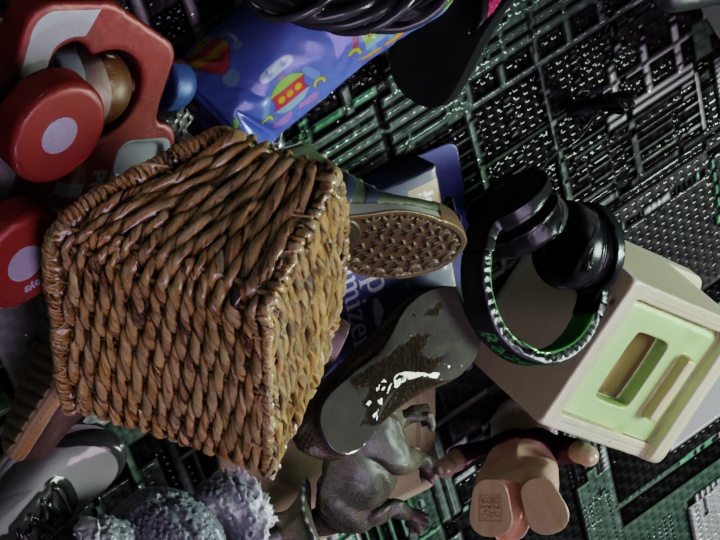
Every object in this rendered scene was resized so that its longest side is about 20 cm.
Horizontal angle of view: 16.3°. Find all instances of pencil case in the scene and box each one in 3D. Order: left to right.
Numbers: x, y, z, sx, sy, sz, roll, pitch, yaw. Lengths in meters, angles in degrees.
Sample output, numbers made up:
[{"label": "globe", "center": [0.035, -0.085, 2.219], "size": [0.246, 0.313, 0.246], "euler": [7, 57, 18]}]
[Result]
[{"label": "pencil case", "center": [-0.026, -0.149, 1.574], "size": [0.200, 0.078, 0.087], "euler": [-40, 117, -8]}]

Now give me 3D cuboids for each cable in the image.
[{"label": "cable", "center": [0.004, -0.223, 1.515], "size": [0.163, 0.051, 0.200], "euler": [39, 78, -19]}]

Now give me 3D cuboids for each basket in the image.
[{"label": "basket", "center": [-0.094, 0.004, 1.502], "size": [0.200, 0.149, 0.143], "euler": [91, 20, -54]}]

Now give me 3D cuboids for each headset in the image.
[{"label": "headset", "center": [0.141, -0.031, 1.764], "size": [0.123, 0.094, 0.200], "euler": [28, 68, -35]}]

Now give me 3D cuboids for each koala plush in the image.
[{"label": "koala plush", "center": [-0.136, 0.232, 1.709], "size": [0.177, 0.184, 0.200], "euler": [-11, 122, -35]}]

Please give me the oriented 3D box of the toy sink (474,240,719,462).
[{"label": "toy sink", "center": [0.201, 0.059, 1.902], "size": [0.200, 0.112, 0.131], "euler": [22, 106, -47]}]

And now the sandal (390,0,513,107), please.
[{"label": "sandal", "center": [0.070, -0.193, 1.622], "size": [0.045, 0.075, 0.200], "euler": [-10, 131, -54]}]

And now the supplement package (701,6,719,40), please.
[{"label": "supplement package", "center": [0.343, -0.174, 1.774], "size": [0.111, 0.200, 0.156], "euler": [-46, 138, -3]}]

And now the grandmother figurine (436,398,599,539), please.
[{"label": "grandmother figurine", "center": [0.116, 0.144, 1.870], "size": [0.121, 0.200, 0.061], "euler": [5, 105, 7]}]

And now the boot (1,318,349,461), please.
[{"label": "boot", "center": [-0.119, 0.073, 1.633], "size": [0.166, 0.072, 0.200], "euler": [35, 92, -23]}]

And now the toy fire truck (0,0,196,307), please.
[{"label": "toy fire truck", "center": [-0.178, -0.075, 1.484], "size": [0.168, 0.112, 0.200], "euler": [-8, 126, -46]}]

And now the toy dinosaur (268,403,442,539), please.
[{"label": "toy dinosaur", "center": [0.007, 0.134, 1.774], "size": [0.102, 0.077, 0.200], "euler": [16, 109, -50]}]

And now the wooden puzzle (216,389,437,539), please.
[{"label": "wooden puzzle", "center": [-0.027, 0.102, 1.806], "size": [0.185, 0.037, 0.200], "euler": [-23, 129, -25]}]

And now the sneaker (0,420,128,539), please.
[{"label": "sneaker", "center": [-0.233, 0.175, 1.652], "size": [0.200, 0.079, 0.074], "euler": [-35, 136, -16]}]

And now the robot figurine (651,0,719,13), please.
[{"label": "robot figurine", "center": [0.212, -0.263, 1.650], "size": [0.200, 0.150, 0.125], "euler": [-16, 146, -31]}]

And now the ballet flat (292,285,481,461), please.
[{"label": "ballet flat", "center": [0.016, 0.070, 1.693], "size": [0.200, 0.046, 0.067], "euler": [-41, 105, -45]}]

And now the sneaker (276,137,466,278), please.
[{"label": "sneaker", "center": [-0.024, -0.051, 1.642], "size": [0.200, 0.090, 0.067], "euler": [3, 139, -38]}]

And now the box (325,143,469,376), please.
[{"label": "box", "center": [0.000, 0.000, 1.728], "size": [0.200, 0.032, 0.121], "euler": [-25, 119, -25]}]
